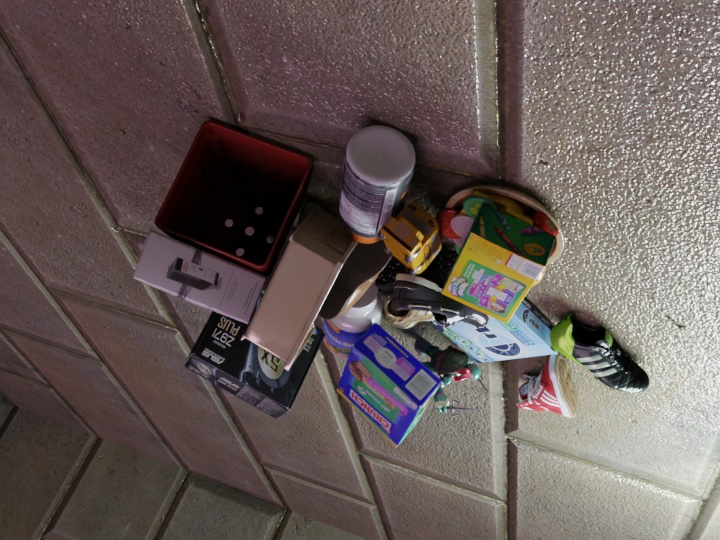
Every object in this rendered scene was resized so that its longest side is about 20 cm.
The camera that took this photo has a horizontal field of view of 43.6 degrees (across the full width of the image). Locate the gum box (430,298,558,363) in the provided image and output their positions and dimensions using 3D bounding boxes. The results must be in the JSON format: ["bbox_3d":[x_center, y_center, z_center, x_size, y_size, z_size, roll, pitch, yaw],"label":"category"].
[{"bbox_3d":[0.235,0.097,1.623,0.170,0.045,0.199,40,150,-25],"label":"gum box"}]

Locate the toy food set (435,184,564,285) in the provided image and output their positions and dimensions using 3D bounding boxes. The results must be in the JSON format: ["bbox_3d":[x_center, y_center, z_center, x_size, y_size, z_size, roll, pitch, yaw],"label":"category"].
[{"bbox_3d":[0.213,-0.057,1.382,0.196,0.049,0.200,27,152,-1],"label":"toy food set"}]

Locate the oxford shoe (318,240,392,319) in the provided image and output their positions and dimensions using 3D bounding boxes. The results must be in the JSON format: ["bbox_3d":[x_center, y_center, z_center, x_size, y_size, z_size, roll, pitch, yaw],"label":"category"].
[{"bbox_3d":[0.000,0.000,1.572,0.071,0.200,0.071,48,-160,17],"label":"oxford shoe"}]

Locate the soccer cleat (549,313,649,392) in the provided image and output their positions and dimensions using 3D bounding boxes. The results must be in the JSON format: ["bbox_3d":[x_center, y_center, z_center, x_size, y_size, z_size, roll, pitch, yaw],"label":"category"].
[{"bbox_3d":[0.417,0.144,1.538,0.198,0.068,0.081,29,139,-5],"label":"soccer cleat"}]

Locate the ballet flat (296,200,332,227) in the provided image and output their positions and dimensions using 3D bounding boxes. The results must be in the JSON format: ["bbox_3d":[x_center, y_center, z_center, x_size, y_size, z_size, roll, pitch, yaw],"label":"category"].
[{"bbox_3d":[-0.040,-0.042,1.598,0.200,0.063,0.067,40,148,-25],"label":"ballet flat"}]

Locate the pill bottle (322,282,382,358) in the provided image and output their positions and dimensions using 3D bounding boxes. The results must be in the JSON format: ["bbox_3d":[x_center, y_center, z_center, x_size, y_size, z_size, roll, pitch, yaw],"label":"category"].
[{"bbox_3d":[-0.015,0.082,1.730,0.111,0.113,0.201,22,152,7],"label":"pill bottle"}]

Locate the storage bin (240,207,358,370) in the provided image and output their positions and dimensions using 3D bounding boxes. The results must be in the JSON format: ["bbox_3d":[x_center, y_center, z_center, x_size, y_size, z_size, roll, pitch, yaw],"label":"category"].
[{"bbox_3d":[-0.090,0.022,1.466,0.093,0.199,0.202,28,111,2],"label":"storage bin"}]

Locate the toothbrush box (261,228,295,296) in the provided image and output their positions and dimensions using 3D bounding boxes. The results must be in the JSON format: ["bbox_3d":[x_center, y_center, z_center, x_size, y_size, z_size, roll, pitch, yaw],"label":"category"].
[{"bbox_3d":[-0.136,0.037,1.718,0.085,0.147,0.201,21,152,7],"label":"toothbrush box"}]

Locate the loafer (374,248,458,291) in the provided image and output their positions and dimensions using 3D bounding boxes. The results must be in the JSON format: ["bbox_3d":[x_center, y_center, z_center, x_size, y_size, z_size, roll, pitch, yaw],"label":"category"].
[{"bbox_3d":[0.113,0.002,1.555,0.199,0.069,0.070,-8,166,40],"label":"loafer"}]

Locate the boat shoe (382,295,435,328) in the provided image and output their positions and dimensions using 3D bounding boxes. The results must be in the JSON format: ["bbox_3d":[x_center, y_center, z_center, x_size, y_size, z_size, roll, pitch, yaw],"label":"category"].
[{"bbox_3d":[0.076,0.064,1.636,0.075,0.073,0.200,2,169,-23],"label":"boat shoe"}]

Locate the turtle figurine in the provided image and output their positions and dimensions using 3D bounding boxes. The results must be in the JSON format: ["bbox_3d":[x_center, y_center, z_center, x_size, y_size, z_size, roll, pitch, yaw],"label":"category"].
[{"bbox_3d":[0.172,0.193,1.739,0.198,0.149,0.102,17,124,41],"label":"turtle figurine"}]

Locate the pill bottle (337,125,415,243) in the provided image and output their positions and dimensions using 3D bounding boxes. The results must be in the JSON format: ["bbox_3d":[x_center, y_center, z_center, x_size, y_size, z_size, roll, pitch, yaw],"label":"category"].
[{"bbox_3d":[0.019,-0.121,1.375,0.105,0.107,0.201,23,152,5],"label":"pill bottle"}]

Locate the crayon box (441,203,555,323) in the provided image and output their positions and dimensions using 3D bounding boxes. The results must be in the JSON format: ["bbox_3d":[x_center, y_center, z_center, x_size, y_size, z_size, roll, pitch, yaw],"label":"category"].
[{"bbox_3d":[0.204,-0.006,1.362,0.118,0.059,0.201,24,152,4],"label":"crayon box"}]

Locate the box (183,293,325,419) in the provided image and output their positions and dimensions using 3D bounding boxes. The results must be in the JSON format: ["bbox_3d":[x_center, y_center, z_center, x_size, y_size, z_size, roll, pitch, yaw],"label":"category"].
[{"bbox_3d":[-0.187,0.140,1.606,0.199,0.165,0.086,31,152,-9],"label":"box"}]

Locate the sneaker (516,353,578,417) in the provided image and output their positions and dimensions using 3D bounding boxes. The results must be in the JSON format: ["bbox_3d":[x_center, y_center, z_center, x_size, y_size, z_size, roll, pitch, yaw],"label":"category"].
[{"bbox_3d":[0.342,0.216,1.704,0.111,0.072,0.201,6,148,26],"label":"sneaker"}]

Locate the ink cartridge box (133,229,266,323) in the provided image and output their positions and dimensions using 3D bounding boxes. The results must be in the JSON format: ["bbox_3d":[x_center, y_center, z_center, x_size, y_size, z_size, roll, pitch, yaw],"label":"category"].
[{"bbox_3d":[-0.262,0.013,1.476,0.198,0.084,0.147,22,175,-7],"label":"ink cartridge box"}]

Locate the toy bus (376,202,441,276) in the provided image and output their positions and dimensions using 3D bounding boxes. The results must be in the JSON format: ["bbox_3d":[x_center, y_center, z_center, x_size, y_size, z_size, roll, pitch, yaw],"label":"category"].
[{"bbox_3d":[0.080,-0.047,1.396,0.065,0.078,0.200,40,177,12],"label":"toy bus"}]

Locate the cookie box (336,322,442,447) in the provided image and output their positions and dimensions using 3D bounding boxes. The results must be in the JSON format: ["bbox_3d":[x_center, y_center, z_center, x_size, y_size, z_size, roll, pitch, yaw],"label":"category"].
[{"bbox_3d":[0.049,0.221,1.712,0.171,0.075,0.201,41,149,14],"label":"cookie box"}]

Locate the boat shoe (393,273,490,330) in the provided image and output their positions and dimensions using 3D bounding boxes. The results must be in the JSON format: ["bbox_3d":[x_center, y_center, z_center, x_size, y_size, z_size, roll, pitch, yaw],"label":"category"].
[{"bbox_3d":[0.133,0.066,1.507,0.198,0.064,0.072,24,164,-30],"label":"boat shoe"}]

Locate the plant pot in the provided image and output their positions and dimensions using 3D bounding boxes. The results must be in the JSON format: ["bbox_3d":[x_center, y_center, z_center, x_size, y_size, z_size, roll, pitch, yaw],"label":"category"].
[{"bbox_3d":[-0.200,-0.098,1.519,0.198,0.202,0.177,21,163,8],"label":"plant pot"}]
